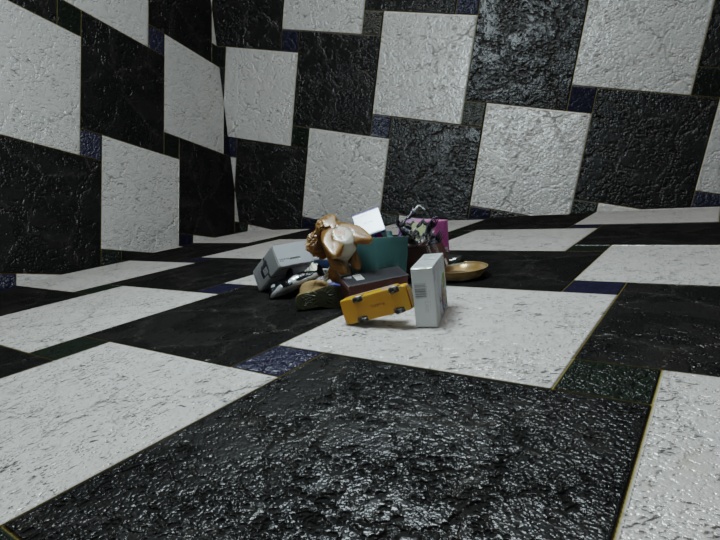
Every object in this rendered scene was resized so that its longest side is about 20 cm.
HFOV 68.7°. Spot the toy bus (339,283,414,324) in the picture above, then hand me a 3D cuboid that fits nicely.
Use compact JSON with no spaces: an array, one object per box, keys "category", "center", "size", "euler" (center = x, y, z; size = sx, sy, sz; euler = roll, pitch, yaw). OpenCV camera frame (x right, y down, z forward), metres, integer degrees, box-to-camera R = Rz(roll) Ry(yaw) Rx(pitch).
[{"category":"toy bus","center":[0.044,0.082,1.325],"size":[0.196,0.067,0.078],"euler":[-17,3,29]}]

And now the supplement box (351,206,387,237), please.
[{"category":"supplement box","center":[0.047,-0.113,1.851],"size":[0.099,0.105,0.201],"euler":[-19,-30,4]}]

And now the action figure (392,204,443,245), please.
[{"category":"action figure","center":[0.189,-0.137,1.704],"size":[0.102,0.120,0.199],"euler":[-40,27,-19]}]

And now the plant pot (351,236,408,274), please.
[{"category":"plant pot","center":[0.060,-0.020,1.667],"size":[0.195,0.166,0.201],"euler":[-4,1,0]}]

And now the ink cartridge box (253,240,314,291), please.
[{"category":"ink cartridge box","center":[-0.272,-0.016,1.847],"size":[0.143,0.085,0.200],"euler":[-13,-19,-37]}]

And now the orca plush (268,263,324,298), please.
[{"category":"orca plush","center":[-0.220,0.019,1.740],"size":[0.197,0.072,0.105],"euler":[-28,-14,14]}]

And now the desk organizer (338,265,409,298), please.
[{"category":"desk organizer","center":[0.040,0.051,1.534],"size":[0.195,0.079,0.072],"euler":[-10,26,-24]}]

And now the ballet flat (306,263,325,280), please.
[{"category":"ballet flat","center":[-0.170,0.005,1.952],"size":[0.070,0.074,0.200],"euler":[-7,11,-12]}]

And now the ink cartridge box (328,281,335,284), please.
[{"category":"ink cartridge box","center":[-0.022,0.016,1.906],"size":[0.117,0.043,0.198],"euler":[3,15,42]}]

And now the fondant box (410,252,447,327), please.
[{"category":"fondant box","center":[0.178,0.045,1.342],"size":[0.057,0.148,0.200],"euler":[-4,10,18]}]

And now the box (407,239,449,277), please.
[{"category":"box","center":[0.192,-0.040,1.784],"size":[0.197,0.102,0.075],"euler":[-15,16,41]}]

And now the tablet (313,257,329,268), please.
[{"category":"tablet","center":[-0.140,-0.030,2.075],"size":[0.126,0.014,0.200],"euler":[2,-9,-6]}]

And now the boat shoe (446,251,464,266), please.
[{"category":"boat shoe","center":[0.271,-0.047,1.834],"size":[0.198,0.065,0.073],"euler":[5,12,43]}]

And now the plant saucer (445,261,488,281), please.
[{"category":"plant saucer","center":[0.334,0.004,1.785],"size":[0.195,0.036,0.200],"euler":[-5,10,1]}]

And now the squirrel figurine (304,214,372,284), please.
[{"category":"squirrel figurine","center":[-0.075,-0.056,1.583],"size":[0.140,0.189,0.200],"euler":[-31,58,-27]}]

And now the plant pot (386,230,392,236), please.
[{"category":"plant pot","center":[0.063,-0.090,2.056],"size":[0.195,0.138,0.200],"euler":[2,2,0]}]

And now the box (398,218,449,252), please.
[{"category":"box","center":[0.240,-0.101,2.006],"size":[0.095,0.181,0.198],"euler":[-11,11,-30]}]

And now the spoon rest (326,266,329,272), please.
[{"category":"spoon rest","center":[-0.066,-0.039,1.946],"size":[0.098,0.061,0.200],"euler":[-19,-20,-36]}]

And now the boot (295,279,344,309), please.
[{"category":"boot","center":[-0.115,0.064,1.628],"size":[0.170,0.068,0.200],"euler":[-4,9,1]}]
